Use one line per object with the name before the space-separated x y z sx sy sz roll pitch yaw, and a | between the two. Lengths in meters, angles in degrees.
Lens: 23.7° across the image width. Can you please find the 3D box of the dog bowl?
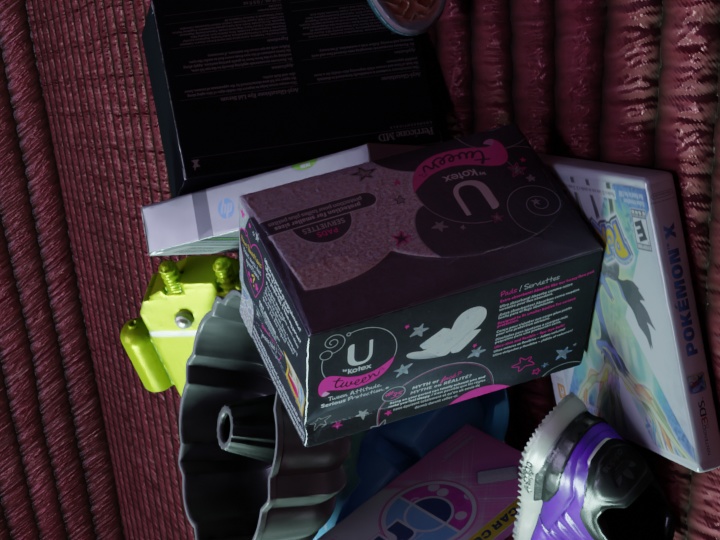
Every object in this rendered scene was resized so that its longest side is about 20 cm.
dog bowl | 0.032 0.151 1.316 0.050 0.200 0.112 23 159 44

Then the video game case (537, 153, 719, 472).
video game case | 0.158 0.020 1.095 0.200 0.022 0.183 -160 56 -69

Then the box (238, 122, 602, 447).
box | 0.034 0.005 1.098 0.115 0.199 0.132 95 154 -47

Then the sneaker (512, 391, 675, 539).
sneaker | 0.160 0.167 1.144 0.099 0.070 0.200 34 159 24

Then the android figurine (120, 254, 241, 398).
android figurine | -0.102 0.058 1.372 0.200 0.181 0.041 72 -156 -45

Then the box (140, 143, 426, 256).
box | -0.036 -0.050 1.259 0.199 0.156 0.041 -12 86 31

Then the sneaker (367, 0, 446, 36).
sneaker | 0.015 -0.252 1.242 0.080 0.071 0.201 111 145 -71

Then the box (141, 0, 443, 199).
box | -0.053 -0.138 1.300 0.079 0.199 0.142 130 130 -70

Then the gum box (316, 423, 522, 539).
gum box | 0.053 0.208 1.242 0.113 0.200 0.066 25 140 45

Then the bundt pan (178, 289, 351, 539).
bundt pan | -0.066 0.116 1.261 0.202 0.076 0.203 -15 73 63
